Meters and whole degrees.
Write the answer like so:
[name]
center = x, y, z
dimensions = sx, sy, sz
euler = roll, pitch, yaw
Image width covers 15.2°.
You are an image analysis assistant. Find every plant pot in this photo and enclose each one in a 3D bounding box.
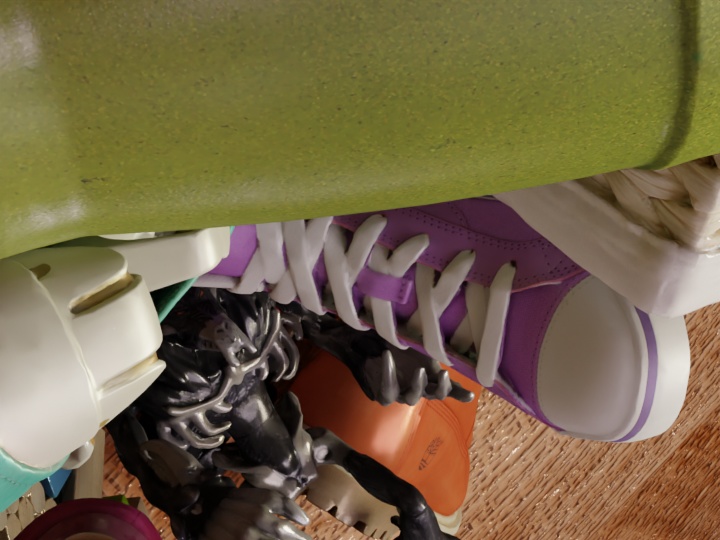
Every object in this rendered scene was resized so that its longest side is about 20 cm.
[plant pot]
center = -0.017, -0.093, 0.600
dimensions = 0.193, 0.201, 0.200
euler = -19, 149, -9

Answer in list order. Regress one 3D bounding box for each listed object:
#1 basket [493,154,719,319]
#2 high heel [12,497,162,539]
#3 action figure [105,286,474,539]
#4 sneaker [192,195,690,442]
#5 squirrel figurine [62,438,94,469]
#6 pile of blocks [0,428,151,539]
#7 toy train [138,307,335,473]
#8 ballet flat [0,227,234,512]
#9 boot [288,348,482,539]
[basket]
center = 0.100, -0.119, 0.804
dimensions = 0.200, 0.198, 0.161
euler = -22, 141, -43
[high heel]
center = -0.121, 0.149, 0.744
dimensions = 0.200, 0.067, 0.096
euler = -46, 180, -3
[action figure]
center = -0.019, 0.056, 0.878
dimensions = 0.119, 0.102, 0.200
euler = -45, 117, -20
[sneaker]
center = 0.000, 0.001, 0.810
dimensions = 0.114, 0.200, 0.073
euler = -15, 126, -37
[squirrel figurine]
center = -0.165, 0.051, 0.737
dimensions = 0.187, 0.142, 0.200
euler = -35, 168, -48
[pile of blocks]
center = -0.128, 0.084, 0.912
dimensions = 0.062, 0.082, 0.200
euler = -8, 150, 17
[toy train]
center = -0.022, -0.006, 0.964
dimensions = 0.046, 0.034, 0.200
euler = 13, 117, -50
[ballet flat]
center = -0.073, 0.004, 0.650
dimensions = 0.070, 0.067, 0.200
euler = -15, -156, 23
[boot]
center = 0.023, 0.046, 1.044
dimensions = 0.107, 0.075, 0.200
euler = -60, 171, -1
